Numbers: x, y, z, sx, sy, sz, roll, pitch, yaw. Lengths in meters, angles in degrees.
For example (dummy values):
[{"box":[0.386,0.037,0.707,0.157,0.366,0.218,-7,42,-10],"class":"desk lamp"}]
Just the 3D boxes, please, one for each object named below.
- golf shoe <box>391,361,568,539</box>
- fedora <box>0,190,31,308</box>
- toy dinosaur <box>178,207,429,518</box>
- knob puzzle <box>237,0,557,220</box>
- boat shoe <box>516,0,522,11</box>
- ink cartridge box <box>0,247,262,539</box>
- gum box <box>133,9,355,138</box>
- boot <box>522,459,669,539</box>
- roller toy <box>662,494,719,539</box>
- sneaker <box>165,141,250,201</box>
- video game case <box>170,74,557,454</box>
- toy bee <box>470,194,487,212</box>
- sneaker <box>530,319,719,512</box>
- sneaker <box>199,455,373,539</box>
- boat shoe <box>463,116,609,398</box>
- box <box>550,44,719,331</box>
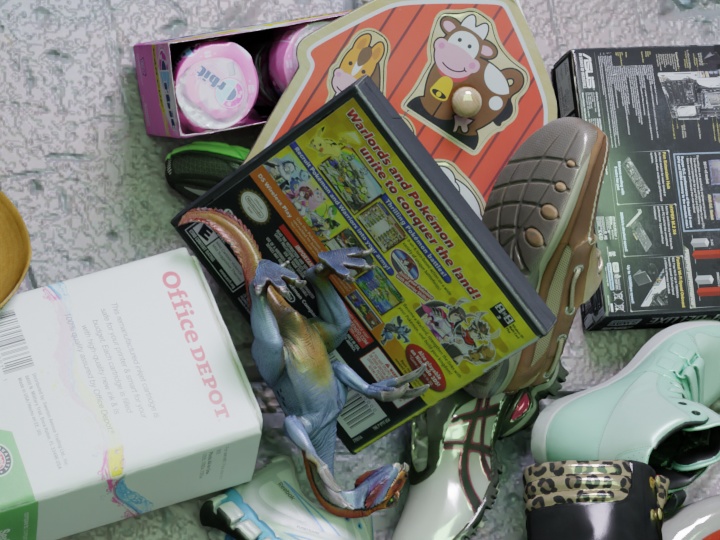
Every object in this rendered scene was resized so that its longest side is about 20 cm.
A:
[{"box":[0.058,0.118,1.692,0.088,0.077,0.200,38,62,-15],"class":"golf shoe"},{"box":[-0.307,-0.030,1.597,0.200,0.082,0.201,-1,43,1],"class":"fedora"},{"box":[-0.025,0.070,1.624,0.105,0.182,0.200,-20,41,-27],"class":"toy dinosaur"},{"box":[0.043,-0.096,1.641,0.219,0.030,0.221,-1,99,-5],"class":"knob puzzle"},{"box":[0.080,-0.227,1.783,0.066,0.072,0.200,-34,76,25],"class":"boat shoe"},{"box":[-0.180,0.086,1.623,0.199,0.088,0.146,-17,65,-15],"class":"ink cartridge box"},{"box":[-0.044,-0.138,1.709,0.199,0.113,0.066,-11,97,-16],"class":"gum box"},{"box":[0.187,0.201,1.573,0.199,0.073,0.151,5,63,-12],"class":"boot"},{"box":[0.250,0.244,1.676,0.199,0.140,0.183,14,74,-10],"class":"roller toy"},{"box":[-0.058,-0.012,1.701,0.200,0.077,0.084,41,67,0],"class":"sneaker"},{"box":[0.000,0.000,1.617,0.200,0.181,0.026,52,35,-6],"class":"video game case"},{"box":[0.084,-0.057,1.730,0.131,0.109,0.201,-18,81,-19],"class":"toy bee"},{"box":[0.224,0.099,1.699,0.200,0.118,0.074,-27,118,-37],"class":"sneaker"},{"box":[-0.009,0.204,1.662,0.087,0.075,0.200,-41,89,-25],"class":"sneaker"},{"box":[0.120,-0.008,1.638,0.072,0.201,0.076,4,29,-35],"class":"boat shoe"},{"box":[0.229,-0.062,1.796,0.157,0.050,0.201,-3,77,-15],"class":"box"}]
